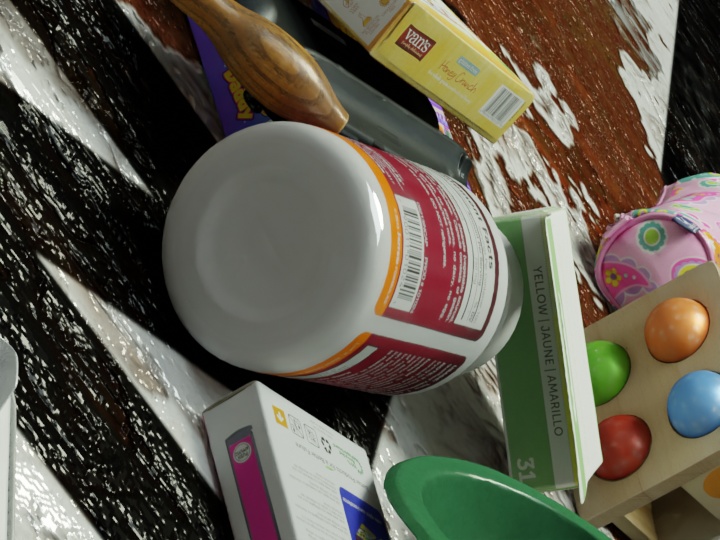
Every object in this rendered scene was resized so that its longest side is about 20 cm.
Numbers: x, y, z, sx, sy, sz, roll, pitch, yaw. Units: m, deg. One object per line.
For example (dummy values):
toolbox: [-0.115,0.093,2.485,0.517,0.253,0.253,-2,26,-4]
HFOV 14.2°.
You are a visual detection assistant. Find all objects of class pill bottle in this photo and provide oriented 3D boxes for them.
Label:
pill bottle: [0.000,0.000,1.350,0.200,0.113,0.113,17,47,-64]

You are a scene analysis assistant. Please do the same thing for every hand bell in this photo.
hand bell: [-0.080,-0.131,1.305,0.200,0.104,0.104,43,24,-19]

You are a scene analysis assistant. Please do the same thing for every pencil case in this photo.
pencil case: [0.216,-0.016,1.948,0.088,0.087,0.200,60,21,1]

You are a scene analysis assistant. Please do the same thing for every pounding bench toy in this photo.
pounding bench toy: [0.191,0.068,1.703,0.156,0.124,0.201,40,27,-42]

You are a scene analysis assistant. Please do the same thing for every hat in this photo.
hat: [0.054,0.210,1.303,0.165,0.176,0.200,12,23,-47]

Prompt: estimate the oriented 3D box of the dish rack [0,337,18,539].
dish rack: [-0.178,0.036,0.966,0.200,0.043,0.172,45,25,-34]

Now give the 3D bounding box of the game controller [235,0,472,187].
game controller: [-0.010,-0.088,1.439,0.104,0.042,0.200,55,14,32]

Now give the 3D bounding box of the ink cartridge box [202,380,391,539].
ink cartridge box: [-0.009,0.149,1.232,0.095,0.037,0.201,36,28,-50]

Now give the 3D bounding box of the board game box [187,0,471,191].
board game box: [-0.013,-0.083,1.535,0.200,0.045,0.135,30,35,-54]

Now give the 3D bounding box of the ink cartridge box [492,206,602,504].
ink cartridge box: [0.091,0.043,1.488,0.200,0.048,0.146,-15,98,-81]

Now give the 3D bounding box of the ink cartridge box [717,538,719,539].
ink cartridge box: [0.219,0.268,1.549,0.144,0.084,0.201,39,30,-45]

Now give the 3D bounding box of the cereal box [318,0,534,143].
cereal box: [-0.008,-0.159,1.502,0.200,0.040,0.144,47,10,33]
